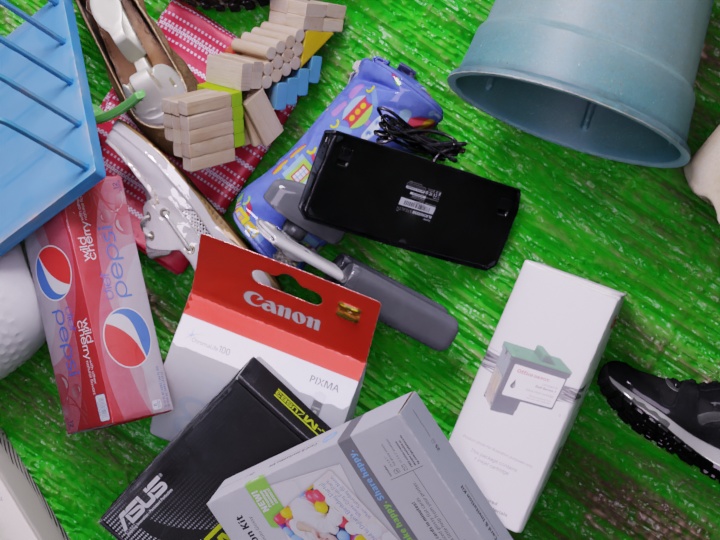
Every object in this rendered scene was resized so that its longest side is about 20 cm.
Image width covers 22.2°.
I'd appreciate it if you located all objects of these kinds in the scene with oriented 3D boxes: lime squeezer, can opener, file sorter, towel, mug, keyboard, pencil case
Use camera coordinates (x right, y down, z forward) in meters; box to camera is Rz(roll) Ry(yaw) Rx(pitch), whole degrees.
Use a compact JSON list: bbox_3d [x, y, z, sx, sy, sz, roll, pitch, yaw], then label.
[{"bbox_3d":[-0.239,-0.144,1.543,0.200,0.038,0.071,25,113,41],"label":"lime squeezer"},{"bbox_3d":[0.000,0.000,1.485,0.200,0.053,0.067,33,99,-25],"label":"can opener"},{"bbox_3d":[-0.306,-0.136,1.462,0.139,0.123,0.201,-33,50,22],"label":"file sorter"},{"bbox_3d":[-0.158,-0.114,1.565,0.144,0.022,0.200,35,94,5],"label":"towel"},{"bbox_3d":[-0.361,0.014,1.527,0.175,0.148,0.201,-20,91,-6],"label":"mug"},{"bbox_3d":[0.043,-0.071,1.489,0.199,0.040,0.104,16,103,-34],"label":"keyboard"},{"bbox_3d":[-0.021,-0.090,1.519,0.087,0.078,0.200,43,95,11],"label":"pencil case"}]

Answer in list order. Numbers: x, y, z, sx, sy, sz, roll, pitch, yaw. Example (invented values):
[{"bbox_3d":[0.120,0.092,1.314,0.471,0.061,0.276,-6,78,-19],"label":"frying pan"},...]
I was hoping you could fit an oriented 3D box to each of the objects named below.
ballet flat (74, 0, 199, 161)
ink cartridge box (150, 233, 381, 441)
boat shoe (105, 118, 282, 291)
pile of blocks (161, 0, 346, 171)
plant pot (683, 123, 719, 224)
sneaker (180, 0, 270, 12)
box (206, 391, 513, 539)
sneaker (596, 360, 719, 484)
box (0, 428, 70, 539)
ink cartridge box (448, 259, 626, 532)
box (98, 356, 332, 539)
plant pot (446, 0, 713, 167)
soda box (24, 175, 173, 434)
[{"bbox_3d":[-0.186,-0.179,1.521,0.068,0.072,0.201,-27,87,6],"label":"ballet flat"},{"bbox_3d":[-0.079,0.082,1.490,0.160,0.047,0.200,21,132,7],"label":"ink cartridge box"},{"bbox_3d":[-0.152,-0.036,1.519,0.069,0.071,0.200,-41,89,1],"label":"boat shoe"},{"bbox_3d":[-0.093,-0.157,1.521,0.062,0.082,0.200,19,53,44],"label":"pile of blocks"},{"bbox_3d":[0.361,-0.093,1.428,0.183,0.200,0.201,-43,85,17],"label":"plant pot"},{"bbox_3d":[-0.076,-0.277,1.535,0.199,0.079,0.090,-14,78,1],"label":"sneaker"},{"bbox_3d":[0.001,0.199,1.418,0.200,0.041,0.156,-27,102,31],"label":"box"},{"bbox_3d":[0.290,0.117,1.494,0.200,0.076,0.088,33,79,2],"label":"sneaker"},{"bbox_3d":[-0.295,0.239,1.561,0.082,0.068,0.200,-32,87,7],"label":"box"},{"bbox_3d":[0.136,0.095,1.466,0.084,0.146,0.201,23,92,9],"label":"ink cartridge box"},{"bbox_3d":[-0.083,0.202,1.501,0.193,0.048,0.200,43,116,-6],"label":"box"},{"bbox_3d":[0.192,-0.208,1.444,0.199,0.200,0.197,18,85,7],"label":"plant pot"},{"bbox_3d":[-0.217,0.027,1.495,0.063,0.070,0.201,-15,87,43],"label":"soda box"}]
